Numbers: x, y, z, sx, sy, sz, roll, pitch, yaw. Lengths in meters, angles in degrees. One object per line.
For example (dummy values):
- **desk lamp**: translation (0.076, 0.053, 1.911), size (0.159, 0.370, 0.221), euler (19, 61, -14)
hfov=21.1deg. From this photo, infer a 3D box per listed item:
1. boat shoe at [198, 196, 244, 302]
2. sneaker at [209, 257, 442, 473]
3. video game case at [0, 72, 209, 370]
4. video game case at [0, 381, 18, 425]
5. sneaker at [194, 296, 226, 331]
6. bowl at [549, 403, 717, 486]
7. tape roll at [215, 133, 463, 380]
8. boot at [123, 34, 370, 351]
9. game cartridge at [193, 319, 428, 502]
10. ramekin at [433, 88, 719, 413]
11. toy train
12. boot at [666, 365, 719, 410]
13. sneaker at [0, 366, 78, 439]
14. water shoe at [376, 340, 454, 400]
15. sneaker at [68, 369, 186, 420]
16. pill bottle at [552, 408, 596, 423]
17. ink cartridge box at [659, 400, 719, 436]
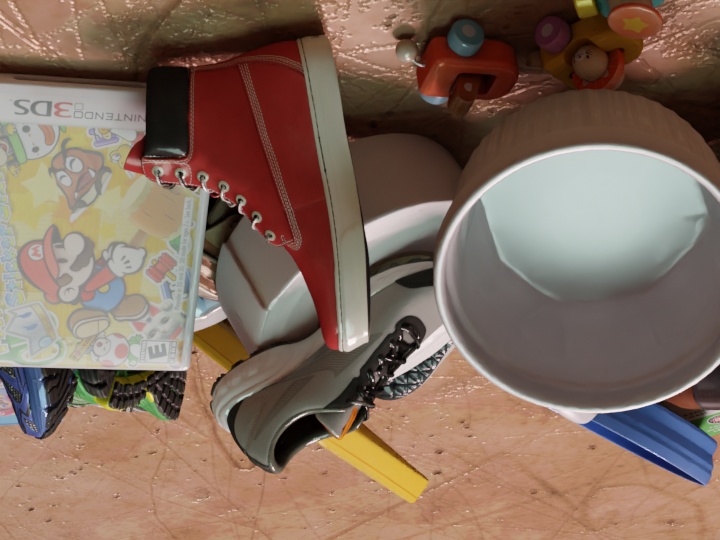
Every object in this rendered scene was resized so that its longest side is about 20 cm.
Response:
- **boat shoe**: translation (-0.109, -0.032, 1.359), size (0.199, 0.076, 0.072), euler (18, 141, -41)
- **sneaker**: translation (-0.002, 0.066, 1.312), size (0.200, 0.079, 0.074), euler (-35, 146, 1)
- **video game case**: translation (-0.192, -0.029, 1.276), size (0.181, 0.023, 0.201), euler (2, 113, -15)
- **video game case**: translation (-0.311, 0.077, 1.536), size (0.142, 0.018, 0.200), euler (-2, 153, -8)
- **sneaker**: translation (-0.175, 0.002, 1.405), size (0.199, 0.074, 0.082), euler (-4, 155, -7)
- **bowl**: translation (0.207, 0.116, 1.615), size (0.200, 0.040, 0.201), euler (28, 177, 2)
- **tape roll**: translation (0.000, 0.000, 1.366), size (0.202, 0.071, 0.203), euler (-23, 147, -16)
- **boot**: translation (-0.071, -0.038, 1.227), size (0.143, 0.201, 0.072), euler (-12, 179, -2)
- **game cartridge**: translation (-0.049, 0.101, 1.513), size (0.032, 0.200, 0.176), euler (-51, 143, -1)
- **ramekin**: translation (0.146, -0.020, 1.226), size (0.199, 0.105, 0.201), euler (2, 123, 3)
- **toy train**: translation (0.118, -0.148, 1.208), size (0.149, 0.056, 0.200), euler (6, 150, -22)
- **boot**: translation (0.223, 0.010, 1.473), size (0.068, 0.189, 0.199), euler (5, 179, -43)
- **sneaker**: translation (-0.254, 0.025, 1.355), size (0.078, 0.201, 0.075), euler (-11, -165, 19)
- **water shoe**: translation (0.070, 0.015, 1.495), size (0.200, 0.079, 0.072), euler (-39, 112, 11)
- **sneaker**: translation (-0.193, 0.073, 1.519), size (0.085, 0.079, 0.200), euler (3, 173, 20)
- **pill bottle**: translation (0.183, -0.001, 1.366), size (0.200, 0.120, 0.120), euler (-48, 139, 10)
- **ink cartridge box**: translation (0.294, 0.053, 1.585), size (0.146, 0.083, 0.200), euler (-23, 147, 28)
